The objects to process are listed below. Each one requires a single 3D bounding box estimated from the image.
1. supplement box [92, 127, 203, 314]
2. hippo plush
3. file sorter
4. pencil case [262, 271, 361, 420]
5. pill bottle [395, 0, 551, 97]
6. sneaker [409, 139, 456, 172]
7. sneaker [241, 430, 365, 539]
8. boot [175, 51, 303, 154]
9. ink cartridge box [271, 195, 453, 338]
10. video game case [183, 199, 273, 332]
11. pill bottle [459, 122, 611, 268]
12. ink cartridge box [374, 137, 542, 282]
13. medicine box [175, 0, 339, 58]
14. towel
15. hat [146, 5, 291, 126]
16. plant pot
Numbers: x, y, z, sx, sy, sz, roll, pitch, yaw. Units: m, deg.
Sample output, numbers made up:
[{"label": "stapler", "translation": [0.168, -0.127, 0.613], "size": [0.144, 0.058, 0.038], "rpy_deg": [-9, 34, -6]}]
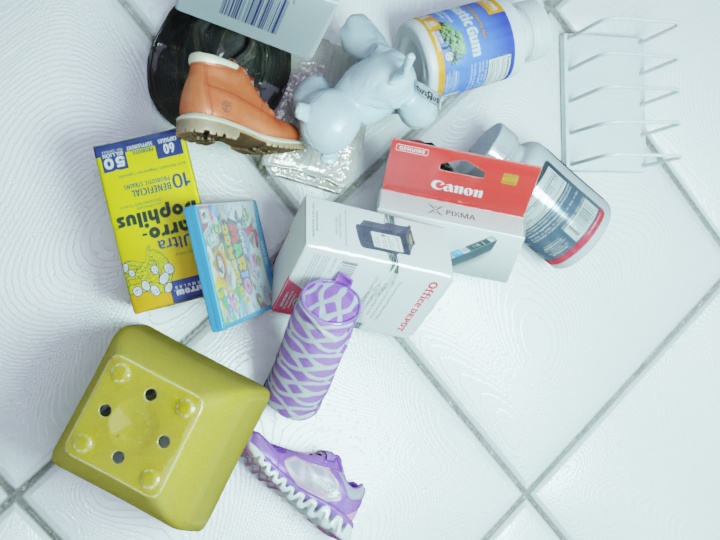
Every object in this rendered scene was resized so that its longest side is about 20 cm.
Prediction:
[{"label": "supplement box", "translation": [-0.244, -0.059, 1.119], "size": [0.107, 0.109, 0.203], "rpy_deg": [-14, 93, -8]}, {"label": "hippo plush", "translation": [0.002, -0.202, 1.157], "size": [0.160, 0.200, 0.159], "rpy_deg": [-40, 131, 4]}, {"label": "file sorter", "translation": [0.379, -0.250, 1.318], "size": [0.137, 0.124, 0.203], "rpy_deg": [-1, 90, -17]}, {"label": "pencil case", "translation": [-0.060, 0.101, 1.138], "size": [0.084, 0.201, 0.085], "rpy_deg": [35, 42, 11]}, {"label": "pill bottle", "translation": [0.157, -0.309, 1.255], "size": [0.198, 0.112, 0.113], "rpy_deg": [-20, 95, -17]}, {"label": "sneaker", "translation": [0.119, -0.088, 1.253], "size": [0.077, 0.082, 0.201], "rpy_deg": [-39, 103, -15]}, {"label": "sneaker", "translation": [-0.070, 0.265, 1.197], "size": [0.200, 0.080, 0.089], "rpy_deg": [43, 71, -17]}, {"label": "boot", "translation": [-0.137, -0.198, 1.112], "size": [0.199, 0.074, 0.109], "rpy_deg": [10, 79, -55]}, {"label": "ink cartridge box", "translation": [0.000, 0.000, 1.175], "size": [0.197, 0.145, 0.085], "rpy_deg": [12, 50, -18]}, {"label": "video game case", "translation": [-0.153, -0.012, 1.118], "size": [0.018, 0.200, 0.145], "rpy_deg": [-12, 93, 14]}, {"label": "pill bottle", "translation": [0.239, -0.107, 1.273], "size": [0.199, 0.119, 0.120], "rpy_deg": [38, 79, -13]}, {"label": "ink cartridge box", "translation": [0.118, -0.074, 1.190], "size": [0.197, 0.177, 0.045], "rpy_deg": [11, 47, -1]}, {"label": "medicine box", "translation": [-0.117, -0.393, 1.135], "size": [0.180, 0.103, 0.202], "rpy_deg": [17, 54, -16]}, {"label": "towel", "translation": [-0.055, -0.212, 1.228], "size": [0.131, 0.034, 0.203], "rpy_deg": [13, 85, -17]}, {"label": "hat", "translation": [-0.176, -0.268, 1.156], "size": [0.198, 0.081, 0.204], "rpy_deg": [1, 86, -11]}, {"label": "plant pot", "translation": [-0.239, 0.178, 1.051], "size": [0.194, 0.200, 0.196], "rpy_deg": [26, 81, 5]}]
